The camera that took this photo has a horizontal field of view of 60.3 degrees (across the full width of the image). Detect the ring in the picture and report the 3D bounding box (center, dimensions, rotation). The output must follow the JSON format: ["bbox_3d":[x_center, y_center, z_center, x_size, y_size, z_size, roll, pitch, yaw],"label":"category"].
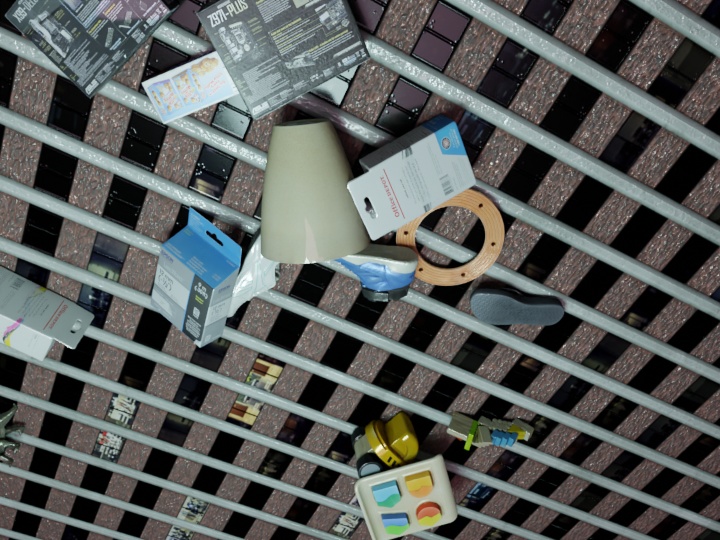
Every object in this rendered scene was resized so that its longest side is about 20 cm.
[{"bbox_3d":[0.162,-0.062,1.127,0.196,0.019,0.204,1,122,1],"label":"ring"}]

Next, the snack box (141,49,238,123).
[{"bbox_3d":[-0.241,-0.301,0.979,0.196,0.024,0.073,-18,120,11],"label":"snack box"}]

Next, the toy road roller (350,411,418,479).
[{"bbox_3d":[0.081,0.408,1.363,0.145,0.123,0.200,-40,114,10],"label":"toy road roller"}]

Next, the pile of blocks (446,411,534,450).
[{"bbox_3d":[0.280,0.367,1.355,0.196,0.083,0.063,6,122,-4],"label":"pile of blocks"}]

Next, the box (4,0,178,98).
[{"bbox_3d":[-0.395,-0.383,0.914,0.199,0.050,0.158,-36,115,20],"label":"box"}]

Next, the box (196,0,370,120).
[{"bbox_3d":[-0.109,-0.344,0.898,0.197,0.087,0.165,-27,119,5],"label":"box"}]

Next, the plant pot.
[{"bbox_3d":[-0.083,-0.137,1.004,0.183,0.188,0.204,-4,109,3],"label":"plant pot"}]

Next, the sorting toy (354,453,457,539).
[{"bbox_3d":[0.102,0.494,1.316,0.196,0.037,0.188,-18,115,-2],"label":"sorting toy"}]

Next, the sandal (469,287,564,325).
[{"bbox_3d":[0.296,0.069,1.199,0.196,0.043,0.077,10,129,-17],"label":"sandal"}]

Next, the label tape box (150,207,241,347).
[{"bbox_3d":[-0.297,0.013,1.112,0.142,0.066,0.202,35,125,21],"label":"label tape box"}]

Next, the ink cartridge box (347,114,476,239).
[{"bbox_3d":[0.076,-0.152,1.012,0.198,0.067,0.117,-29,119,-2],"label":"ink cartridge box"}]

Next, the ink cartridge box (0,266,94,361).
[{"bbox_3d":[-0.623,0.090,1.171,0.198,0.117,0.068,30,117,-17],"label":"ink cartridge box"}]

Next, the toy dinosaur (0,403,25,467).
[{"bbox_3d":[-0.811,0.376,1.376,0.101,0.078,0.202,19,123,-19],"label":"toy dinosaur"}]

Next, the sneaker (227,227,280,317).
[{"bbox_3d":[-0.198,0.019,1.151,0.079,0.071,0.201,26,118,-18],"label":"sneaker"}]

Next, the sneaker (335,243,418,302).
[{"bbox_3d":[0.000,0.001,1.133,0.196,0.077,0.113,11,125,-1],"label":"sneaker"}]
